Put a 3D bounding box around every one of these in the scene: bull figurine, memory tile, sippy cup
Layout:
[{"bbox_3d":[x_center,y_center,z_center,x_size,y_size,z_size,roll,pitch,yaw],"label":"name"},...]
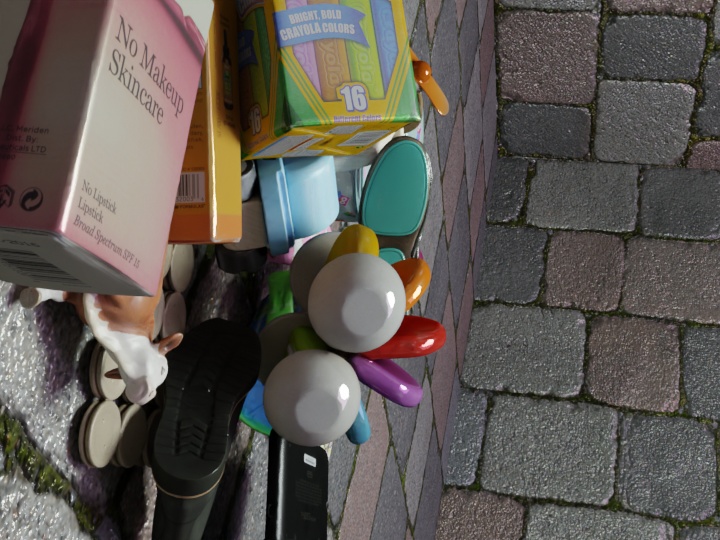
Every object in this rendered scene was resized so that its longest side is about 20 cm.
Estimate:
[{"bbox_3d":[-0.170,-0.011,0.683,0.121,0.065,0.202,37,52,-68],"label":"bull figurine"},{"bbox_3d":[-0.178,0.057,0.794,0.153,0.017,0.202,40,55,-75],"label":"memory tile"},{"bbox_3d":[-0.070,0.088,1.056,0.178,0.139,0.131,-53,-160,34],"label":"sippy cup"}]

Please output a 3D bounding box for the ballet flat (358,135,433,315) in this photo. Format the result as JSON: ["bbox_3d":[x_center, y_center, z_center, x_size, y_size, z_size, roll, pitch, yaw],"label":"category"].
[{"bbox_3d":[0.028,-0.034,0.966,0.068,0.067,0.202,-91,-171,-77],"label":"ballet flat"}]

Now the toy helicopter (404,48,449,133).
[{"bbox_3d":[0.011,-0.207,1.018,0.200,0.131,0.079,54,39,-51],"label":"toy helicopter"}]

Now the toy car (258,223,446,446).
[{"bbox_3d":[-0.004,0.068,0.880,0.201,0.149,0.175,-64,-164,6],"label":"toy car"}]

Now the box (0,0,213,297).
[{"bbox_3d":[-0.169,-0.099,0.566,0.128,0.108,0.202,54,43,-70],"label":"box"}]

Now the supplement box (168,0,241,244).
[{"bbox_3d":[-0.134,-0.121,0.773,0.067,0.068,0.202,-7,98,-77],"label":"supplement box"}]

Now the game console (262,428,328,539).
[{"bbox_3d":[-0.108,0.259,1.005,0.200,0.115,0.177,57,32,-70],"label":"game console"}]

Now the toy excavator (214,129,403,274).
[{"bbox_3d":[-0.046,-0.094,0.933,0.195,0.198,0.101,-104,-172,-55],"label":"toy excavator"}]

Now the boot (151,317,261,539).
[{"bbox_3d":[-0.141,0.147,0.843,0.201,0.077,0.139,-72,178,-55],"label":"boot"}]

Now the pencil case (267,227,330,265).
[{"bbox_3d":[-0.075,-0.109,1.037,0.087,0.082,0.202,-68,159,-60],"label":"pencil case"}]

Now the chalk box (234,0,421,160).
[{"bbox_3d":[-0.044,-0.204,0.820,0.124,0.123,0.202,-17,-98,62],"label":"chalk box"}]

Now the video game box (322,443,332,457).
[{"bbox_3d":[-0.065,0.156,1.263,0.201,0.046,0.183,77,20,-52],"label":"video game box"}]

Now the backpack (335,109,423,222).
[{"bbox_3d":[-0.001,-0.156,1.204,0.176,0.152,0.201,84,24,-57],"label":"backpack"}]

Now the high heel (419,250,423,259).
[{"bbox_3d":[-0.001,0.005,1.217,0.067,0.200,0.097,12,66,-33],"label":"high heel"}]
